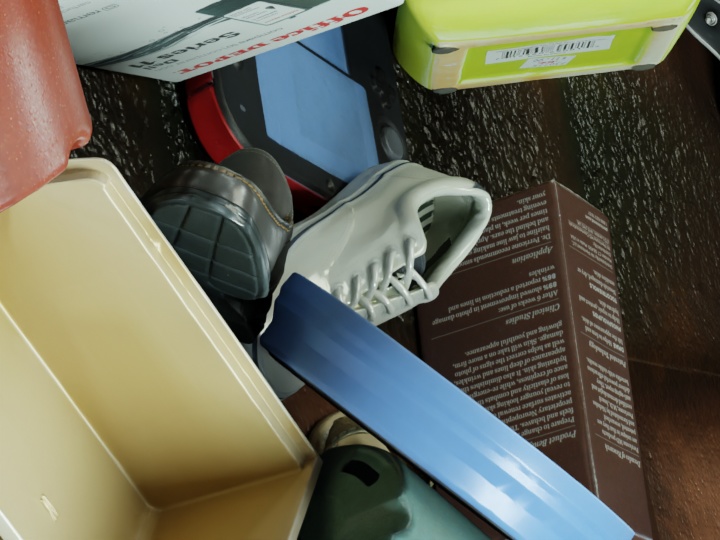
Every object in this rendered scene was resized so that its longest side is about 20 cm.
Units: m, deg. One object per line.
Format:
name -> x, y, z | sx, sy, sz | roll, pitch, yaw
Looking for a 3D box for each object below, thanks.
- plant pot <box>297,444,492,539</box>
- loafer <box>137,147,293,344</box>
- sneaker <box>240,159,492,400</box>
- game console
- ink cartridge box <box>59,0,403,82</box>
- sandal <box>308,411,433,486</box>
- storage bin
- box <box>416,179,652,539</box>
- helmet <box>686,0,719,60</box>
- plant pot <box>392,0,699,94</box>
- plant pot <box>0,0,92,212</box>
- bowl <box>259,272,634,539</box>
plant pot -> 0.020, 0.197, 1.373 | 0.196, 0.200, 0.201 | 47, 36, -26
loafer -> -0.064, -0.025, 1.373 | 0.200, 0.073, 0.072 | 110, 3, -78
sneaker -> 0.000, 0.000, 1.533 | 0.200, 0.071, 0.073 | -49, 129, -44
game console -> -0.034, -0.113, 1.615 | 0.200, 0.031, 0.177 | 30, 49, -53
ink cartridge box -> -0.090, -0.154, 1.409 | 0.200, 0.146, 0.083 | 4, 72, -60
sandal -> 0.003, 0.112, 1.503 | 0.212, 0.069, 0.078 | -24, 96, -63
storage bin -> -0.124, 0.086, 1.259 | 0.199, 0.094, 0.200 | 57, 31, -27
box -> 0.094, 0.062, 1.669 | 0.075, 0.100, 0.201 | 30, 49, -52
helmet -> 0.325, -0.199, 2.180 | 0.191, 0.199, 0.200 | 70, 22, -43
plant pot -> 0.097, -0.206, 1.683 | 0.199, 0.199, 0.182 | 101, -18, -83
plant pot -> -0.204, -0.115, 1.148 | 0.201, 0.200, 0.196 | -54, 130, -58
bowl -> 0.037, 0.076, 1.392 | 0.200, 0.039, 0.201 | 38, -2, 2
